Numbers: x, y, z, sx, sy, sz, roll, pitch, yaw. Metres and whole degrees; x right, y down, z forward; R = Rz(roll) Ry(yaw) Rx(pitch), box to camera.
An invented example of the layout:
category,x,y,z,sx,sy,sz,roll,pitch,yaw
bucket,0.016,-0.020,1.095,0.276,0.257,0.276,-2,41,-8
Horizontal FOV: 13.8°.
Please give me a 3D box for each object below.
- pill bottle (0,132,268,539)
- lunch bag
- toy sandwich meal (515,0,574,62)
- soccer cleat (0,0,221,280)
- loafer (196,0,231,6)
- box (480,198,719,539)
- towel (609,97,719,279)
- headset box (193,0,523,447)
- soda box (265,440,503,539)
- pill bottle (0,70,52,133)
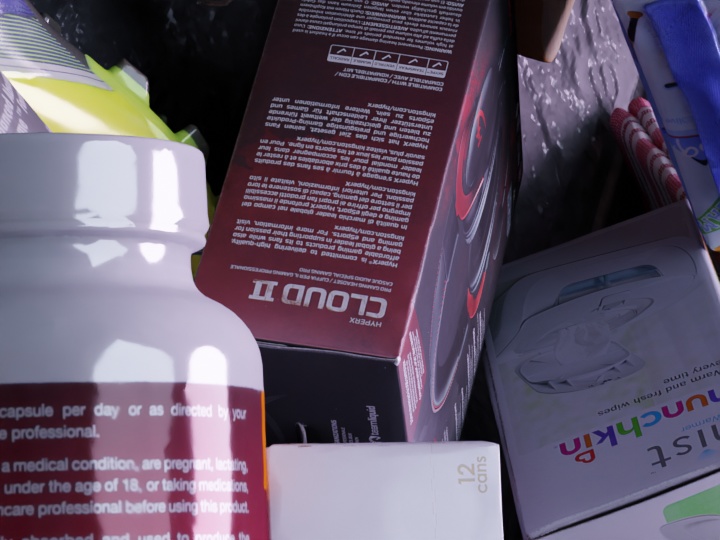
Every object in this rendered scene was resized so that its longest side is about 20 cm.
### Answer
category,x,y,z,sx,sy,sz,roll,pitch,yaw
pill bottle,-0.079,0.070,0.755,0.113,0.113,0.201,5,81,-51
lunch bag,0.130,-0.107,1.048,0.200,0.075,0.161,60,25,-44
toy sandwich meal,0.080,-0.180,1.149,0.206,0.070,0.205,-60,168,-21
soccer cleat,-0.114,-0.046,0.953,0.084,0.065,0.200,-53,130,-11
loafer,-0.111,-0.152,0.980,0.200,0.072,0.063,46,63,-25
box,0.120,0.109,1.083,0.177,0.096,0.200,-100,168,-61
towel,0.158,0.015,1.204,0.147,0.030,0.200,64,0,-19
headset box,0.000,0.000,1.007,0.149,0.075,0.201,82,19,-55
soda box,0.002,0.148,0.798,0.068,0.064,0.201,0,82,-16
pill bottle,-0.163,-0.041,0.829,0.200,0.116,0.117,52,43,-29
